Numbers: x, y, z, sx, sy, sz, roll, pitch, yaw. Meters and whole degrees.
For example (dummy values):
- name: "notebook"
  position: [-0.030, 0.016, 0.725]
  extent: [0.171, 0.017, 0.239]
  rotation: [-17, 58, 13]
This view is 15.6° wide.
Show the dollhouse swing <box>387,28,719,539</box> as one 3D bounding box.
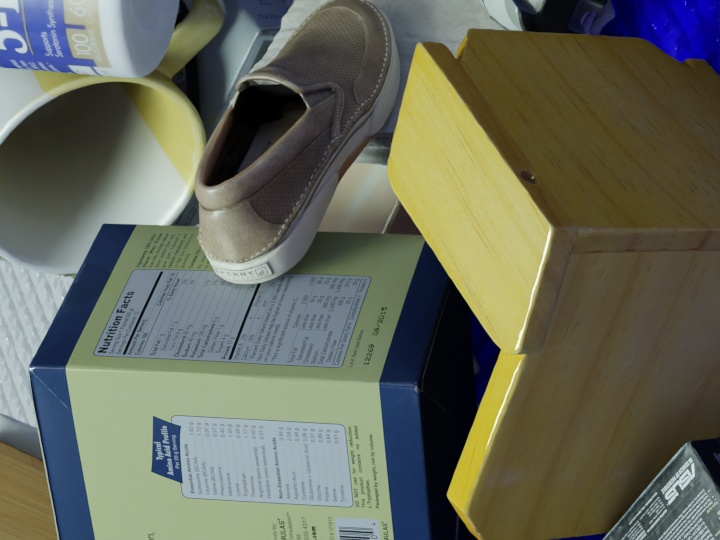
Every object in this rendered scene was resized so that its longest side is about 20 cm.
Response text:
- name: "dollhouse swing"
  position: [0.102, 0.008, 1.299]
  extent: [0.182, 0.199, 0.176]
  rotation: [56, 131, 32]

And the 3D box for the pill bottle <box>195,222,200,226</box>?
- name: "pill bottle"
  position: [-0.119, 0.054, 1.633]
  extent: [0.200, 0.111, 0.112]
  rotation: [-35, 65, 45]

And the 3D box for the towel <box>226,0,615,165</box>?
- name: "towel"
  position: [0.032, -0.115, 1.424]
  extent: [0.199, 0.035, 0.133]
  rotation: [8, 54, 35]

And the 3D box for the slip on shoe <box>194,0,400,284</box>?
- name: "slip on shoe"
  position: [-0.037, -0.083, 1.357]
  extent: [0.076, 0.201, 0.061]
  rotation: [1, 135, 30]

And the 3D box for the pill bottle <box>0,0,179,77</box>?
- name: "pill bottle"
  position: [-0.213, -0.178, 1.521]
  extent: [0.199, 0.120, 0.121]
  rotation: [5, 96, 13]

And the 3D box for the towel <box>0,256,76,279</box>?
- name: "towel"
  position: [-0.235, -0.058, 1.704]
  extent: [0.036, 0.200, 0.149]
  rotation: [-44, 58, 22]

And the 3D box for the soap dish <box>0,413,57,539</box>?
- name: "soap dish"
  position: [-0.207, 0.164, 1.676]
  extent: [0.157, 0.200, 0.082]
  rotation: [-11, 56, 49]

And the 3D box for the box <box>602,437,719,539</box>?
- name: "box"
  position: [0.177, 0.205, 1.302]
  extent: [0.200, 0.086, 0.164]
  rotation: [-55, 52, 36]

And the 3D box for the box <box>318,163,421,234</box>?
- name: "box"
  position: [0.000, 0.000, 1.486]
  extent: [0.095, 0.078, 0.201]
  rotation: [32, 103, 44]

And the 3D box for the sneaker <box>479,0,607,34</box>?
- name: "sneaker"
  position: [0.111, -0.219, 1.361]
  extent: [0.201, 0.074, 0.088]
  rotation: [-62, 33, 4]

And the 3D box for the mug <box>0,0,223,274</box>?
- name: "mug"
  position: [-0.176, -0.109, 1.640]
  extent: [0.150, 0.186, 0.153]
  rotation: [80, 163, -44]

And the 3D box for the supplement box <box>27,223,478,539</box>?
- name: "supplement box"
  position: [-0.048, 0.095, 1.365]
  extent: [0.199, 0.134, 0.201]
  rotation: [3, 124, 13]

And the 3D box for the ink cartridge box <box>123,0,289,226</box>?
- name: "ink cartridge box"
  position: [-0.129, -0.128, 1.693]
  extent: [0.174, 0.043, 0.201]
  rotation: [52, 128, 34]
